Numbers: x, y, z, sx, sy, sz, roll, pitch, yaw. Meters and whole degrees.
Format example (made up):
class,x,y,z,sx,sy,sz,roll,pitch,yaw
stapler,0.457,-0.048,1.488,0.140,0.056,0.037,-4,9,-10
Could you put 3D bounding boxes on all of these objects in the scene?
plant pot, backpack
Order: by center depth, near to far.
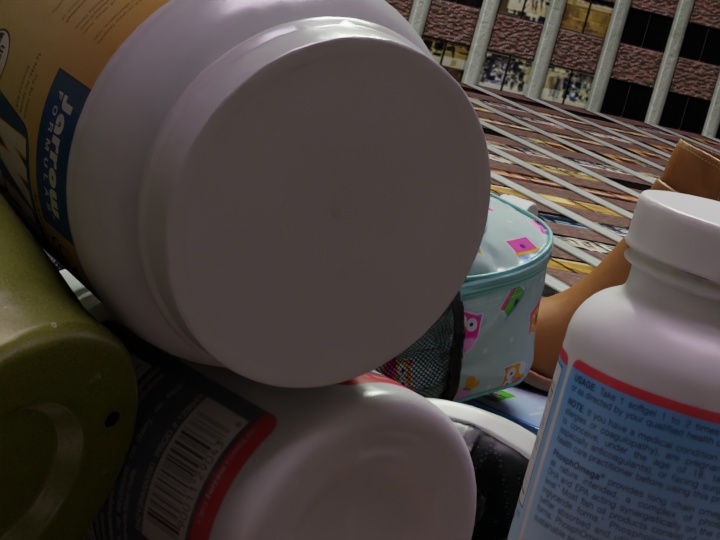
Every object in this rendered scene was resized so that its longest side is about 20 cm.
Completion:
class,x,y,z,sx,sy,sz,roll,pitch,yaw
plant pot,-0.187,0.028,0.732,0.193,0.201,0.200,34,18,26
backpack,0.000,0.000,1.098,0.200,0.153,0.176,-6,23,-39

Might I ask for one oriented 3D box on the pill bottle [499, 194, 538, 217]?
class,x,y,z,sx,sy,sz,roll,pitch,yaw
pill bottle,0.022,-0.040,1.521,0.200,0.112,0.112,18,11,16

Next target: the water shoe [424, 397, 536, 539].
class,x,y,z,sx,sy,sz,roll,pitch,yaw
water shoe,-0.007,0.098,0.936,0.200,0.072,0.079,12,32,3

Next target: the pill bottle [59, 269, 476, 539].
class,x,y,z,sx,sy,sz,roll,pitch,yaw
pill bottle,-0.062,0.070,0.810,0.120,0.120,0.200,5,14,-42

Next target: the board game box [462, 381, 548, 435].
class,x,y,z,sx,sy,sz,roll,pitch,yaw
board game box,0.116,0.090,1.181,0.200,0.037,0.151,21,12,34

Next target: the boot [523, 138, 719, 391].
class,x,y,z,sx,sy,sz,roll,pitch,yaw
boot,0.156,0.000,1.176,0.200,0.155,0.077,19,12,22

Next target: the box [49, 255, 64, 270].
class,x,y,z,sx,sy,sz,roll,pitch,yaw
box,-0.098,-0.052,1.162,0.044,0.200,0.160,50,20,22

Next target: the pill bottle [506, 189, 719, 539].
class,x,y,z,sx,sy,sz,roll,pitch,yaw
pill bottle,0.123,0.075,0.817,0.109,0.200,0.109,14,11,-3

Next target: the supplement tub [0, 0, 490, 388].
class,x,y,z,sx,sy,sz,roll,pitch,yaw
supplement tub,-0.056,-0.051,0.759,0.145,0.145,0.200,8,15,-33
